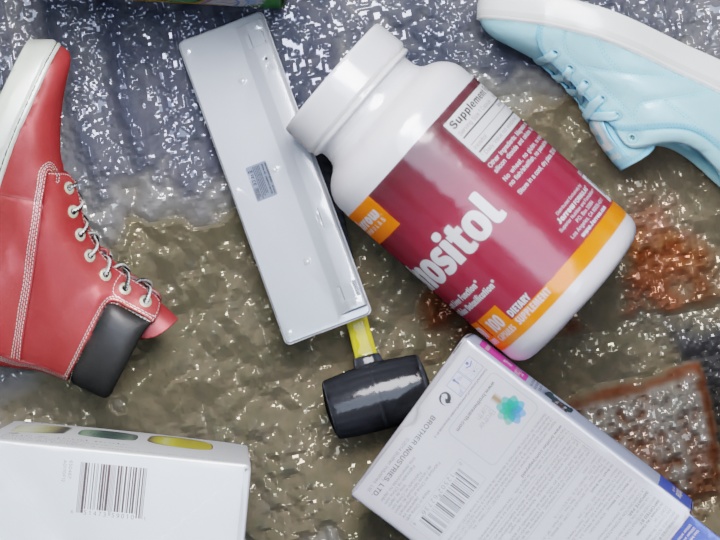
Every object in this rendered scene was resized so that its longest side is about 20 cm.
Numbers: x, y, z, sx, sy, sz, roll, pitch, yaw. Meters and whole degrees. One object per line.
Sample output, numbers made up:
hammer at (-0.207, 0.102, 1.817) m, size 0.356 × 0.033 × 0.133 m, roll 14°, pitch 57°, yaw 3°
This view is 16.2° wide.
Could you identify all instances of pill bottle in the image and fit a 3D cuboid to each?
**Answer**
pill bottle at (0.057, -0.050, 1.512) m, size 0.200 × 0.113 × 0.113 m, roll 41°, pitch 88°, yaw -1°

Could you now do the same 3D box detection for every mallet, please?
mallet at (0.000, 0.000, 1.549) m, size 0.066 × 0.041 × 0.200 m, roll -8°, pitch 86°, yaw -1°

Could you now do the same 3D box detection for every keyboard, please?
keyboard at (-0.053, -0.057, 1.542) m, size 0.056 × 0.011 × 0.200 m, roll -22°, pitch 81°, yaw 9°

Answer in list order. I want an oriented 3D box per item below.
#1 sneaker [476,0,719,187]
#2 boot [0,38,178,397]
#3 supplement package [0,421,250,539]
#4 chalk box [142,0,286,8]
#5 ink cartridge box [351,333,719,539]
sneaker at (0.156, -0.107, 1.536) m, size 0.200 × 0.074 × 0.082 m, roll 22°, pitch 86°, yaw -1°
boot at (-0.168, -0.030, 1.525) m, size 0.144 × 0.072 × 0.200 m, roll 16°, pitch 97°, yaw -3°
supplement package at (-0.144, 0.171, 1.457) m, size 0.152 × 0.200 × 0.151 m, roll 6°, pitch 89°, yaw -3°
chalk box at (-0.094, -0.222, 1.501) m, size 0.200 × 0.124 × 0.124 m, roll 4°, pitch 89°, yaw -1°
ink cartridge box at (0.109, 0.144, 1.505) m, size 0.200 × 0.042 × 0.119 m, roll 37°, pitch 100°, yaw 6°
